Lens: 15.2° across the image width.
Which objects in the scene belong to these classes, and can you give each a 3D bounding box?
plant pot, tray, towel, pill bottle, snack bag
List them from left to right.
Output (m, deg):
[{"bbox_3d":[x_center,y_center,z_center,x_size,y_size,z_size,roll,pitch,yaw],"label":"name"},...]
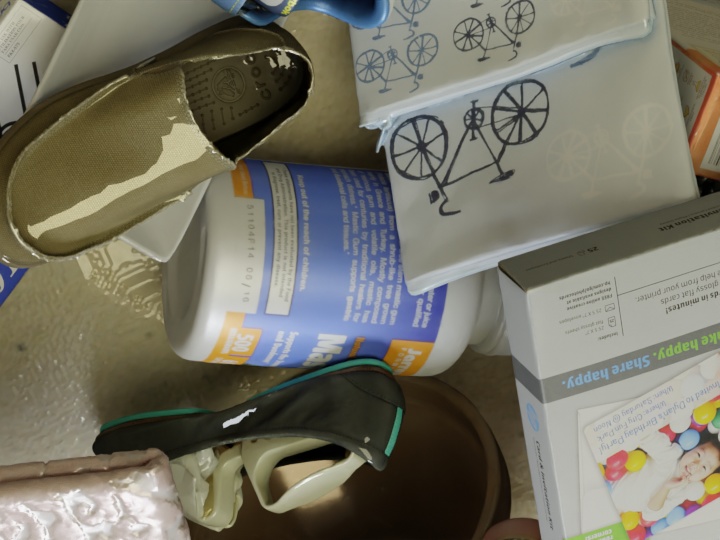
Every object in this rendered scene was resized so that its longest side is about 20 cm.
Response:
[{"bbox_3d":[-0.173,0.184,1.404,0.190,0.032,0.201,-7,127,5],"label":"towel"},{"bbox_3d":[-0.103,-0.115,1.394,0.107,0.022,0.201,31,77,-26],"label":"tray"},{"bbox_3d":[-0.003,0.158,1.496,0.200,0.201,0.093,-30,133,0],"label":"plant pot"},{"bbox_3d":[0.000,0.000,1.463,0.199,0.112,0.112,5,113,-17],"label":"pill bottle"},{"bbox_3d":[0.076,-0.099,1.372,0.188,0.201,0.021,-17,165,34],"label":"snack bag"}]

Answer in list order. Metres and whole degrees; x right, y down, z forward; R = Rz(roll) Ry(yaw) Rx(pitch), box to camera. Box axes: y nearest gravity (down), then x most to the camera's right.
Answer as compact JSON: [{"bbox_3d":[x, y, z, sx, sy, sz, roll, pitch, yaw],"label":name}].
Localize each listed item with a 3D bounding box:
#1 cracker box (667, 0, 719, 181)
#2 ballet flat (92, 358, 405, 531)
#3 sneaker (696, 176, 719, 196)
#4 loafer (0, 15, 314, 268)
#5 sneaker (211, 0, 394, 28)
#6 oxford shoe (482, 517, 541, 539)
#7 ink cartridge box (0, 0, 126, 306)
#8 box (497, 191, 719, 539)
[{"bbox_3d":[0.195,-0.095,1.423,0.134,0.200,0.058,13,109,-22],"label":"cracker box"},{"bbox_3d":[-0.066,0.100,1.463,0.199,0.069,0.068,-17,154,32],"label":"ballet flat"},{"bbox_3d":[0.186,-0.053,1.510,0.199,0.078,0.070,-2,115,-15],"label":"sneaker"},{"bbox_3d":[-0.104,-0.069,1.343,0.200,0.067,0.076,-37,107,-23],"label":"loafer"},{"bbox_3d":[-0.062,-0.173,1.347,0.199,0.083,0.074,9,147,-26],"label":"sneaker"},{"bbox_3d":[0.117,0.225,1.399,0.071,0.074,0.200,-30,107,30],"label":"oxford shoe"},{"bbox_3d":[-0.203,-0.046,1.423,0.094,0.044,0.200,33,102,-25],"label":"ink cartridge box"},{"bbox_3d":[0.157,0.069,1.314,0.155,0.041,0.201,-17,117,-13],"label":"box"}]
